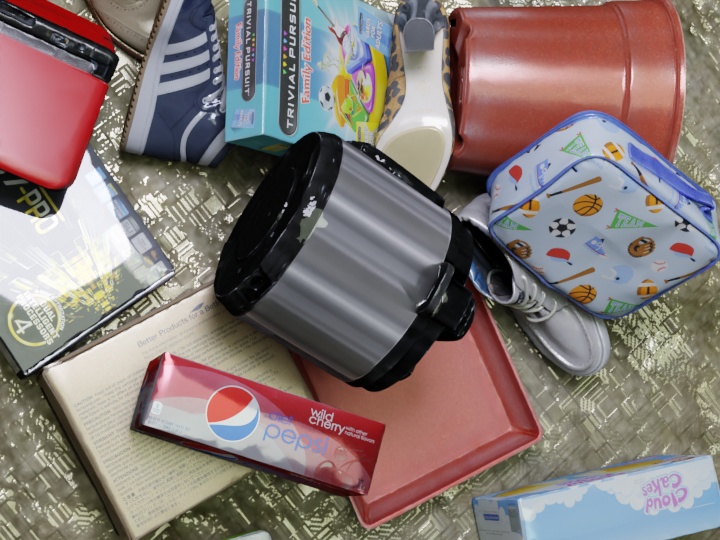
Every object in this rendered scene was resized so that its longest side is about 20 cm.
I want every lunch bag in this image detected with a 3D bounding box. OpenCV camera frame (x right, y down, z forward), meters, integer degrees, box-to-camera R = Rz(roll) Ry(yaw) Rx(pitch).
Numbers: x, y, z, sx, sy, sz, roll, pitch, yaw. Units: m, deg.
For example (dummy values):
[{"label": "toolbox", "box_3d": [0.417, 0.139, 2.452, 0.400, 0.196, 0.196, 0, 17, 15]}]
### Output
[{"label": "lunch bag", "box_3d": [0.221, -0.047, 1.339, 0.199, 0.160, 0.076, 31, 40, -29]}]

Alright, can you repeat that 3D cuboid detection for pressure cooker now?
[{"label": "pressure cooker", "box_3d": [-0.002, 0.003, 1.264, 0.199, 0.179, 0.176, 32, 29, -17]}]

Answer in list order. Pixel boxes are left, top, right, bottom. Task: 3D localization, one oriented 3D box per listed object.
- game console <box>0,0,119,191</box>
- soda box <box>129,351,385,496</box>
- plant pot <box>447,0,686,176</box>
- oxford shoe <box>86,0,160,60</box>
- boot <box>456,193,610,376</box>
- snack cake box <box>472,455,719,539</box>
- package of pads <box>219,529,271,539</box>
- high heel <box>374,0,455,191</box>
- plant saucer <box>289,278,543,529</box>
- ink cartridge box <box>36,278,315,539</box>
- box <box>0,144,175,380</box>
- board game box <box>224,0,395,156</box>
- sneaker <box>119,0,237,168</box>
[{"label": "game console", "box_3d": [-0.317, -0.176, 1.271, 0.199, 0.172, 0.119, 24, 103, -21]}, {"label": "soda box", "box_3d": [-0.085, 0.129, 1.252, 0.199, 0.070, 0.064, 19, 75, -15]}, {"label": "plant pot", "box_3d": [0.174, -0.161, 1.400, 0.193, 0.201, 0.203, 3, 81, -9]}, {"label": "oxford shoe", "box_3d": [-0.211, -0.256, 1.345, 0.200, 0.075, 0.071, 44, 71, -8]}, {"label": "boot", "box_3d": [0.151, 0.024, 1.399, 0.201, 0.073, 0.095, 52, 28, 3]}, {"label": "snack cake box", "box_3d": [0.217, 0.220, 1.388, 0.198, 0.115, 0.068, -10, 84, -19]}, {"label": "package of pads", "box_3d": [-0.152, 0.321, 1.282, 0.198, 0.068, 0.156, -14, 86, -18]}, {"label": "high heel", "box_3d": [0.052, -0.149, 1.385, 0.071, 0.143, 0.202, 5, 111, 2]}, {"label": "plant saucer", "box_3d": [0.043, 0.105, 1.392, 0.198, 0.037, 0.201, -24, 90, -19]}, {"label": "ink cartridge box", "box_3d": [-0.154, 0.115, 1.308, 0.199, 0.075, 0.166, -27, 90, -20]}, {"label": "box", "box_3d": [-0.280, -0.032, 1.305, 0.161, 0.049, 0.201, -34, 92, -22]}, {"label": "board game box", "box_3d": [-0.035, -0.172, 1.349, 0.199, 0.047, 0.152, 11, 76, -51]}, {"label": "sneaker", "box_3d": [-0.134, -0.182, 1.322, 0.108, 0.070, 0.201, 16, 116, -11]}]
